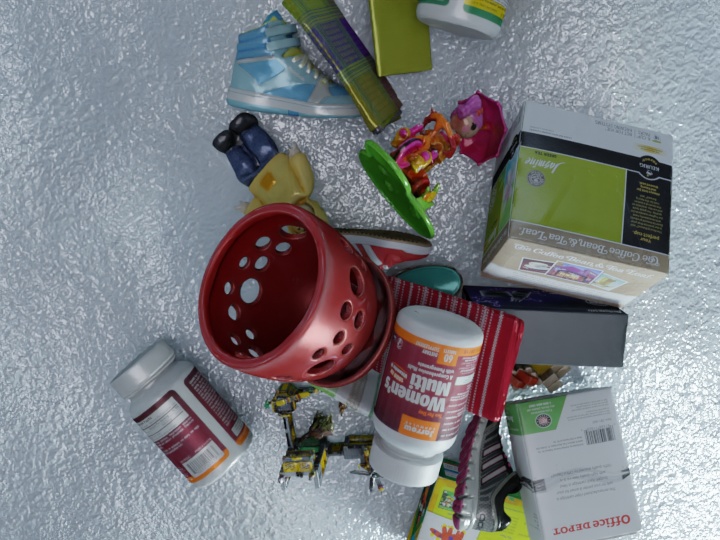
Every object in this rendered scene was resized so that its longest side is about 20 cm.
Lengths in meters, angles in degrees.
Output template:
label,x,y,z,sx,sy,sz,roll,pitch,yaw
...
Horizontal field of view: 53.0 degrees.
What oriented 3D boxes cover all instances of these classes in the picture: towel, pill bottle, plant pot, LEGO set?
label,x,y,z,sx,sy,sz,roll,pitch,yaw
towel,0.046,-0.362,0.949,0.085,0.018,0.202,-13,104,-21
pill bottle,0.076,0.154,0.889,0.109,0.110,0.202,13,103,-2
towel,0.109,0.099,0.946,0.199,0.022,0.146,19,109,31
plant pot,-0.070,0.040,0.888,0.199,0.182,0.202,-13,66,30
towel,-0.015,-0.268,0.926,0.023,0.144,0.201,-31,102,27
towel,0.031,0.160,1.016,0.199,0.149,0.031,29,114,-5
pill bottle,-0.260,0.205,1.048,0.114,0.114,0.200,-37,99,9
LEGO set,-0.046,0.240,1.042,0.198,0.116,0.155,3,107,5
pill bottle,0.147,-0.405,0.905,0.112,0.113,0.202,14,103,-2

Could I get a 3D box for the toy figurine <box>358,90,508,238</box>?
label,x,y,z,sx,sy,sz,roll,pitch,yaw
toy figurine,0.107,-0.166,0.939,0.184,0.200,0.150,-41,69,-3

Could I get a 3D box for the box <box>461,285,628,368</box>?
label,x,y,z,sx,sy,sz,roll,pitch,yaw
box,0.245,0.074,0.997,0.198,0.141,0.080,2,103,0

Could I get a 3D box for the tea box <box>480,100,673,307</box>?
label,x,y,z,sx,sy,sz,roll,pitch,yaw
tea box,0.275,-0.081,0.925,0.198,0.134,0.198,13,68,-1

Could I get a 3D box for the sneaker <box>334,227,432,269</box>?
label,x,y,z,sx,sy,sz,roll,pitch,yaw
sneaker,0.000,0.000,1.019,0.198,0.071,0.114,4,99,8

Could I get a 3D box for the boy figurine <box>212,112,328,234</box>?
label,x,y,z,sx,sy,sz,roll,pitch,yaw
boy figurine,-0.117,-0.111,0.975,0.124,0.064,0.201,-39,79,9

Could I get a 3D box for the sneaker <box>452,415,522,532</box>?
label,x,y,z,sx,sy,sz,roll,pitch,yaw
sneaker,0.190,0.284,1.038,0.087,0.201,0.074,18,145,-1

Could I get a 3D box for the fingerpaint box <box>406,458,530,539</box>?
label,x,y,z,sx,sy,sz,roll,pitch,yaw
fingerpaint box,0.184,0.397,1.106,0.198,0.073,0.168,15,102,-2

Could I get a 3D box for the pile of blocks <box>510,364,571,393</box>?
label,x,y,z,sx,sy,sz,roll,pitch,yaw
pile of blocks,0.211,0.141,1.053,0.198,0.062,0.083,-4,103,1

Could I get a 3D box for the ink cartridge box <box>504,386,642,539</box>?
label,x,y,z,sx,sy,sz,roll,pitch,yaw
ink cartridge box,0.298,0.277,1.029,0.145,0.084,0.202,-8,81,-6

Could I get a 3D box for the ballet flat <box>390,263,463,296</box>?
label,x,y,z,sx,sy,sz,roll,pitch,yaw
ballet flat,0.050,0.042,1.031,0.199,0.072,0.073,-21,102,5

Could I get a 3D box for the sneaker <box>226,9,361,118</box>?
label,x,y,z,sx,sy,sz,roll,pitch,yaw
sneaker,-0.077,-0.272,0.956,0.198,0.080,0.132,6,104,-1
